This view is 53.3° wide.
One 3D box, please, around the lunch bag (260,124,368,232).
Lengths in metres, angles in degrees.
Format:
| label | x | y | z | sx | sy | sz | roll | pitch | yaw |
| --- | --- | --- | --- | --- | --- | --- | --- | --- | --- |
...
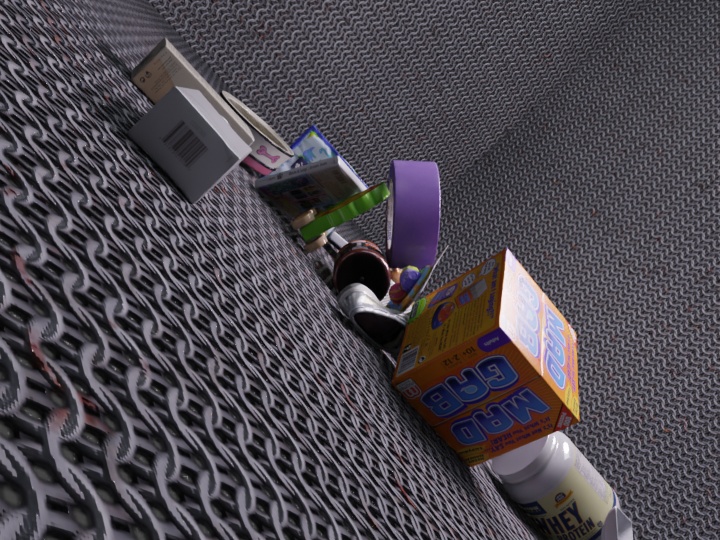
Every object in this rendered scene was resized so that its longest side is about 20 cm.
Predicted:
| label | x | y | z | sx | sy | sz | roll | pitch | yaw |
| --- | --- | --- | --- | --- | --- | --- | --- | --- | --- |
| lunch bag | -0.102 | -0.199 | 1.622 | 0.200 | 0.170 | 0.128 | 47 | 1 | -21 |

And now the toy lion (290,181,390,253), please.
| label | x | y | z | sx | sy | sz | roll | pitch | yaw |
| --- | --- | --- | --- | --- | --- | --- | --- | --- | --- |
| toy lion | -0.034 | -0.113 | 1.366 | 0.069 | 0.190 | 0.200 | 61 | 2 | -9 |

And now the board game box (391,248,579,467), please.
| label | x | y | z | sx | sy | sz | roll | pitch | yaw |
| --- | --- | --- | --- | --- | --- | --- | --- | --- | --- |
| board game box | 0.199 | 0.135 | 1.111 | 0.200 | 0.199 | 0.201 | 47 | 33 | -17 |

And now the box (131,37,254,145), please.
| label | x | y | z | sx | sy | sz | roll | pitch | yaw |
| --- | --- | --- | --- | --- | --- | --- | --- | --- | --- |
| box | -0.268 | -0.265 | 1.154 | 0.200 | 0.078 | 0.095 | 47 | 5 | -27 |

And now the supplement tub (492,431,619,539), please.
| label | x | y | z | sx | sy | sz | roll | pitch | yaw |
| --- | --- | --- | --- | --- | --- | --- | --- | --- | --- |
| supplement tub | 0.337 | 0.373 | 1.245 | 0.200 | 0.145 | 0.145 | 47 | 5 | -12 |

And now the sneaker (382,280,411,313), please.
| label | x | y | z | sx | sy | sz | roll | pitch | yaw |
| --- | --- | --- | --- | --- | --- | --- | --- | --- | --- |
| sneaker | 0.041 | 0.055 | 1.613 | 0.201 | 0.073 | 0.114 | 50 | -8 | -34 |

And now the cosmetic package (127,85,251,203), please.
| label | x | y | z | sx | sy | sz | roll | pitch | yaw |
| --- | --- | --- | --- | --- | --- | --- | --- | --- | --- |
| cosmetic package | -0.204 | -0.160 | 0.892 | 0.113 | 0.081 | 0.200 | 48 | 4 | -11 |

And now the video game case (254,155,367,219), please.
| label | x | y | z | sx | sy | sz | roll | pitch | yaw |
| --- | --- | --- | --- | --- | --- | --- | --- | --- | --- |
| video game case | -0.088 | -0.157 | 1.439 | 0.200 | 0.179 | 0.024 | 39 | 41 | -63 |

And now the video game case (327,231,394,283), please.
| label | x | y | z | sx | sy | sz | roll | pitch | yaw |
| --- | --- | --- | --- | --- | --- | --- | --- | --- | --- |
| video game case | -0.005 | -0.025 | 1.742 | 0.199 | 0.023 | 0.182 | 40 | -2 | -8 |

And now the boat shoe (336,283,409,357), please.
| label | x | y | z | sx | sy | sz | roll | pitch | yaw |
| --- | --- | --- | --- | --- | --- | --- | --- | --- | --- |
| boat shoe | 0.039 | 0.096 | 1.173 | 0.202 | 0.074 | 0.065 | 43 | 15 | -38 |

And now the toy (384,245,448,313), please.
| label | x | y | z | sx | sy | sz | roll | pitch | yaw |
| --- | --- | --- | --- | --- | --- | --- | --- | --- | --- |
| toy | 0.078 | 0.033 | 1.262 | 0.047 | 0.116 | 0.201 | 32 | -33 | 2 |

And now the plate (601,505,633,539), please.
| label | x | y | z | sx | sy | sz | roll | pitch | yaw |
| --- | --- | --- | --- | --- | --- | --- | --- | --- | --- |
| plate | 0.407 | 0.488 | 1.128 | 0.200 | 0.032 | 0.203 | 42 | 47 | -54 |

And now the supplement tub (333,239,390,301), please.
| label | x | y | z | sx | sy | sz | roll | pitch | yaw |
| --- | --- | --- | --- | --- | --- | --- | --- | --- | --- |
| supplement tub | 0.000 | 0.000 | 1.347 | 0.107 | 0.107 | 0.200 | 47 | 5 | -9 |

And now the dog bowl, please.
| label | x | y | z | sx | sy | sz | roll | pitch | yaw |
| --- | --- | --- | --- | --- | --- | --- | --- | --- | --- |
| dog bowl | -0.237 | -0.283 | 1.512 | 0.200 | 0.074 | 0.200 | 42 | 10 | -9 |

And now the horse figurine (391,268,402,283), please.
| label | x | y | z | sx | sy | sz | roll | pitch | yaw |
| --- | --- | --- | --- | --- | --- | --- | --- | --- | --- |
| horse figurine | 0.106 | 0.045 | 1.795 | 0.133 | 0.049 | 0.203 | -95 | 167 | -78 |

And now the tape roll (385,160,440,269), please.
| label | x | y | z | sx | sy | sz | roll | pitch | yaw |
| --- | --- | --- | --- | --- | --- | --- | --- | --- | --- |
| tape roll | 0.095 | -0.105 | 1.355 | 0.200 | 0.083 | 0.204 | -179 | -90 | -87 |

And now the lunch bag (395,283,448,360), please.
| label | x | y | z | sx | sy | sz | roll | pitch | yaw |
| --- | --- | --- | --- | --- | --- | --- | --- | --- | --- |
| lunch bag | 0.142 | 0.119 | 1.358 | 0.118 | 0.163 | 0.200 | 53 | 4 | -5 |
